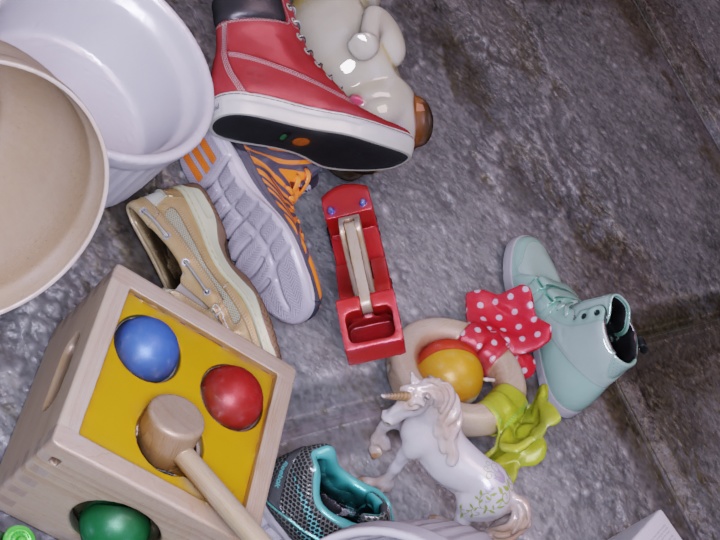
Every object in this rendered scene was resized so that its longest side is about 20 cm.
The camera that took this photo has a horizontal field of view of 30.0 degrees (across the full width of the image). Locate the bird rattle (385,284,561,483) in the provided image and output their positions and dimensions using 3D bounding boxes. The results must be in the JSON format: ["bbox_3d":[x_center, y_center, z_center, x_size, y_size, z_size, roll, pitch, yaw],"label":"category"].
[{"bbox_3d":[0.103,0.088,1.202,0.162,0.113,0.201,10,49,-18],"label":"bird rattle"}]

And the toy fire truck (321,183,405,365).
[{"bbox_3d":[0.000,0.000,1.138,0.141,0.048,0.201,74,3,-63],"label":"toy fire truck"}]

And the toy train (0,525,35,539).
[{"bbox_3d":[-0.242,0.182,0.842,0.199,0.042,0.057,30,53,-24],"label":"toy train"}]

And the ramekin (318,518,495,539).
[{"bbox_3d":[0.041,0.262,0.906,0.105,0.200,0.201,-4,63,-59],"label":"ramekin"}]

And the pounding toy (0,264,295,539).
[{"bbox_3d":[-0.127,0.125,0.912,0.184,0.142,0.201,32,42,-21],"label":"pounding toy"}]

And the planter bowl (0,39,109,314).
[{"bbox_3d":[-0.286,-0.081,0.903,0.200,0.201,0.135,9,28,-39],"label":"planter bowl"}]

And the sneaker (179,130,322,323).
[{"bbox_3d":[-0.065,-0.053,1.160,0.112,0.078,0.201,-14,71,-47],"label":"sneaker"}]

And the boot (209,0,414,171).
[{"bbox_3d":[-0.039,-0.170,1.165,0.199,0.072,0.145,14,64,-32],"label":"boot"}]

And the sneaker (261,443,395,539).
[{"bbox_3d":[0.000,0.210,1.008,0.200,0.091,0.078,45,40,-7],"label":"sneaker"}]

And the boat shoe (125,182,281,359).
[{"bbox_3d":[-0.130,0.025,1.058,0.076,0.072,0.201,-13,61,-33],"label":"boat shoe"}]

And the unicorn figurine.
[{"bbox_3d":[0.059,0.151,1.073,0.200,0.137,0.074,34,42,-19],"label":"unicorn figurine"}]

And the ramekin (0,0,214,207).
[{"bbox_3d":[-0.224,-0.145,1.064,0.200,0.098,0.201,24,46,-28],"label":"ramekin"}]

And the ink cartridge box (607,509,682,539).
[{"bbox_3d":[0.265,0.336,1.171,0.145,0.085,0.200,-26,78,-50],"label":"ink cartridge box"}]

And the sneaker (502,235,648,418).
[{"bbox_3d":[0.215,0.031,1.332,0.073,0.118,0.201,9,54,-37],"label":"sneaker"}]

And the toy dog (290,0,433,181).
[{"bbox_3d":[-0.018,-0.184,1.282,0.194,0.139,0.201,77,-11,-72],"label":"toy dog"}]
